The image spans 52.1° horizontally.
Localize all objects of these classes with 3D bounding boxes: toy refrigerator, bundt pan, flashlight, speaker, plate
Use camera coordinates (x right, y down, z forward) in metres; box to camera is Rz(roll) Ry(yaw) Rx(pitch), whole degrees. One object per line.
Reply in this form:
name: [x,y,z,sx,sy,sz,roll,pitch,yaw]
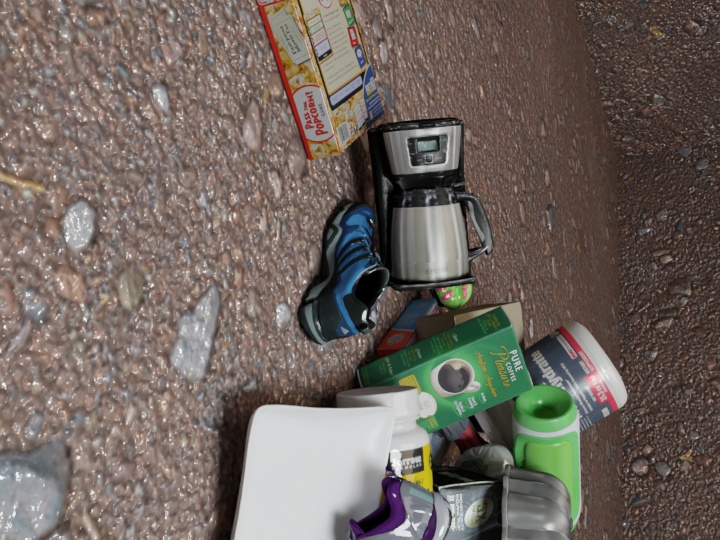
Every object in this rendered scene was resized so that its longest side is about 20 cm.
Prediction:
toy refrigerator: [0.159,0.093,1.053,0.199,0.069,0.077,-6,90,-52]
bundt pan: [0.213,0.330,0.862,0.202,0.075,0.205,-4,90,-75]
flashlight: [0.150,0.247,1.038,0.068,0.067,0.200,-54,136,-19]
speaker: [0.246,0.253,0.970,0.089,0.087,0.202,-53,140,-53]
plate: [-0.052,0.226,0.703,0.198,0.032,0.203,12,87,-50]

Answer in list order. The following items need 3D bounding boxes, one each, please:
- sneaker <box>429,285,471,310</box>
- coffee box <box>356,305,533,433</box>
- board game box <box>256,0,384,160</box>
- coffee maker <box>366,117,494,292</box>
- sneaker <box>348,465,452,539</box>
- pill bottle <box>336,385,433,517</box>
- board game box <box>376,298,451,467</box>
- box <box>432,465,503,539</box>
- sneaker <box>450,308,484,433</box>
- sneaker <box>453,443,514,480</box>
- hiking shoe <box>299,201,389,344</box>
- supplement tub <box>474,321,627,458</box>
sneaker: [0.106,-0.036,1.107,0.084,0.076,0.203,135,-54,-69]
coffee box: [0.109,0.136,0.926,0.044,0.198,0.124,-108,172,-55]
board game box: [-0.042,-0.253,0.865,0.152,0.046,0.202,-51,130,-54]
coffee maker: [0.065,-0.086,0.930,0.133,0.191,0.203,-9,99,-29]
sneaker: [0.006,0.295,0.729,0.087,0.074,0.201,33,81,-9]
pill bottle: [0.026,0.236,0.828,0.114,0.113,0.203,2,83,-63]
board game box: [0.090,0.163,1.051,0.153,0.040,0.202,-45,124,-57]
box: [0.109,0.354,0.908,0.164,0.085,0.203,150,-61,-72]
sneaker: [0.163,0.163,1.157,0.079,0.078,0.202,-8,81,-68]
sneaker: [0.176,0.304,1.014,0.078,0.098,0.201,-119,-146,-41]
hiking shoe: [0.000,0.000,0.853,0.075,0.086,0.202,56,38,-43]
supplement tub: [0.267,0.181,1.066,0.141,0.199,0.140,55,5,-8]
